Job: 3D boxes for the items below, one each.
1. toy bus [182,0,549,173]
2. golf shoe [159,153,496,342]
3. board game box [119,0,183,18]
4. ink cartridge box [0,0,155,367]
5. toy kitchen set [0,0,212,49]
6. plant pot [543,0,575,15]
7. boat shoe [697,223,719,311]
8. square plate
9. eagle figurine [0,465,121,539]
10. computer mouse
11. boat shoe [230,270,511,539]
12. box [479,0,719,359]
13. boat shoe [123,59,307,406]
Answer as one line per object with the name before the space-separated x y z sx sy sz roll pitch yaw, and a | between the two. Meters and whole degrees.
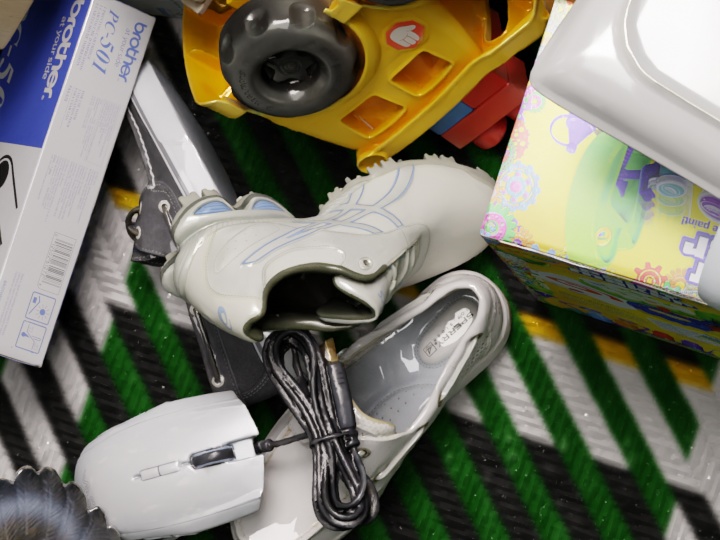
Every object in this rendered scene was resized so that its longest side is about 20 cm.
toy bus | 0.032 -0.144 1.226 0.200 0.191 0.136 -40 37 34
golf shoe | 0.000 0.000 1.220 0.199 0.079 0.097 -13 38 -26
board game box | -0.128 -0.254 1.318 0.102 0.105 0.202 9 84 14
ink cartridge box | -0.181 -0.053 1.305 0.094 0.044 0.202 11 82 56
toy kitchen set | -0.158 -0.200 1.137 0.163 0.180 0.201 36 99 19
plant pot | 0.172 -0.198 1.151 0.182 0.200 0.202 -13 78 20
boat shoe | 0.234 -0.049 1.023 0.091 0.071 0.201 36 87 19
square plate | 0.203 -0.113 0.995 0.199 0.028 0.199 32 83 11
eagle figurine | -0.205 0.217 1.253 0.150 0.151 0.201 10 60 -15
computer mouse | -0.085 0.104 1.248 0.199 0.044 0.111 -21 79 32
boat shoe | -0.002 0.076 1.255 0.071 0.069 0.200 41 93 12
box | 0.182 -0.028 1.168 0.199 0.193 0.123 17 85 14
boat shoe | -0.095 -0.016 1.297 0.066 0.070 0.201 -27 84 5
